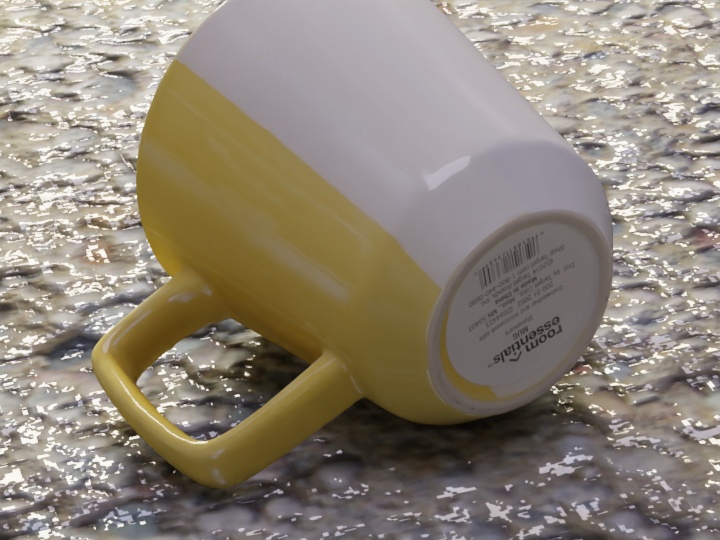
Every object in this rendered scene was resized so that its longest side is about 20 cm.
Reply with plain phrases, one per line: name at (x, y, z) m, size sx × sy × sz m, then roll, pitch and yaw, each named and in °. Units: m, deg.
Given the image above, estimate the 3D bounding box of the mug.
mug at (0.008, -0.003, 0.893) m, size 0.149 × 0.188 × 0.153 m, roll 14°, pitch 17°, yaw -43°
